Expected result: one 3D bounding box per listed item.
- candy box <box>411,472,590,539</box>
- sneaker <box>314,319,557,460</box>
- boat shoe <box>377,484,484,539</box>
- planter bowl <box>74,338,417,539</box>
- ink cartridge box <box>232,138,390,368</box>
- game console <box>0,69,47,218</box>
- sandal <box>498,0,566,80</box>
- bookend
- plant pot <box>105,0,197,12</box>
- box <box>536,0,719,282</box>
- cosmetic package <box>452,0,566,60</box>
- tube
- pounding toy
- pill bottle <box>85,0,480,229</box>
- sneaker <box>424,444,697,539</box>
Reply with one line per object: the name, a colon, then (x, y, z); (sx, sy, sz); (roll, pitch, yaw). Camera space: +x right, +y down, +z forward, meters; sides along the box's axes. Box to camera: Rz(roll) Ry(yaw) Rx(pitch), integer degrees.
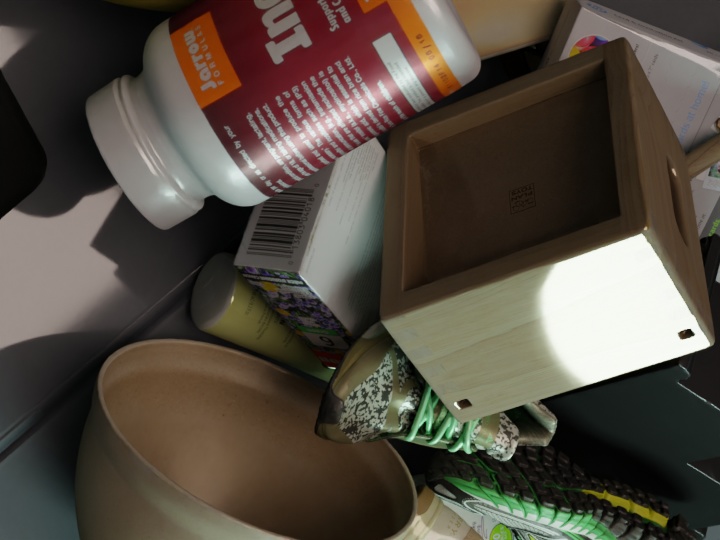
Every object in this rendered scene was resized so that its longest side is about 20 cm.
candy box: (0.088, 0.206, 1.064); (0.198, 0.061, 0.138); (-3, 94, -32)
sneaker: (0.054, 0.080, 0.919); (0.199, 0.088, 0.078); (0, 113, -51)
boat shoe: (0.000, 0.226, 0.962); (0.065, 0.072, 0.200); (39, 105, -2)
planter bowl: (-0.083, 0.151, 0.896); (0.199, 0.200, 0.136); (14, 112, -31)
ink cartridge box: (0.000, 0.000, 0.946); (0.200, 0.050, 0.110); (52, 51, -53)
game console: (-0.299, -0.073, 0.834); (0.176, 0.117, 0.200); (44, 68, 6)
sandal: (0.122, -0.222, 1.050); (0.054, 0.080, 0.202); (-21, 106, -44)
bookend: (0.224, 0.086, 1.005); (0.198, 0.200, 0.093); (31, 63, -19)
plant pot: (-0.107, -0.225, 0.860); (0.142, 0.199, 0.202); (38, 73, -53)
box: (0.197, -0.070, 0.999); (0.198, 0.041, 0.157); (17, 110, -13)
cosmetic package: (0.023, -0.160, 0.975); (0.199, 0.105, 0.072); (-21, 105, -30)
tube: (-0.016, 0.042, 0.999); (0.199, 0.052, 0.058); (23, 120, -35)
pounding toy: (0.126, -0.030, 0.894); (0.142, 0.183, 0.201); (53, 28, -38)
pill bottle: (-0.044, -0.107, 0.832); (0.199, 0.113, 0.113); (-30, 111, 9)
sneaker: (0.125, 0.173, 1.006); (0.199, 0.078, 0.086); (28, 111, -17)
